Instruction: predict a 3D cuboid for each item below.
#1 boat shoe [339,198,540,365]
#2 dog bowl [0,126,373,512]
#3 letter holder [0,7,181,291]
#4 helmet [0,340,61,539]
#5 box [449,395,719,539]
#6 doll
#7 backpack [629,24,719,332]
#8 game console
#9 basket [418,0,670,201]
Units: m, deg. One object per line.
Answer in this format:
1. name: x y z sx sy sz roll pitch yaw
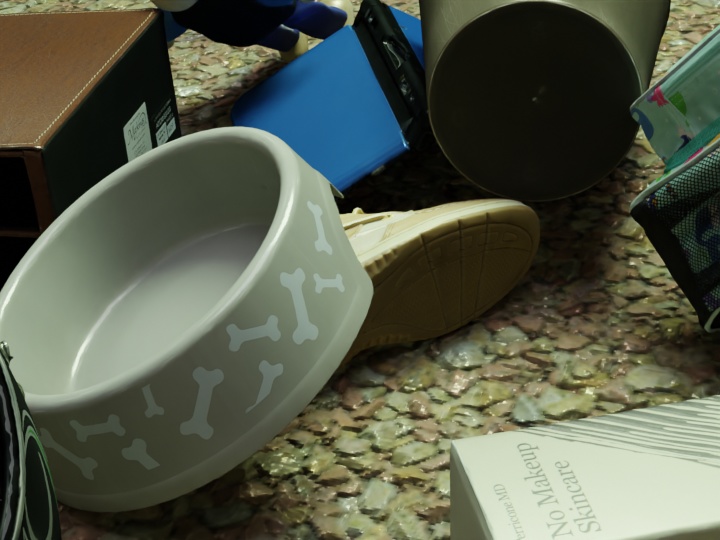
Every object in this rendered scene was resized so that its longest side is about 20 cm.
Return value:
1. boat shoe: 0.000 0.000 0.765 0.198 0.075 0.069 -20 40 -25
2. dog bowl: -0.091 0.013 0.690 0.198 0.059 0.201 -23 36 17
3. letter holder: -0.207 -0.072 0.884 0.140 0.102 0.201 2 31 13
4. helmet: -0.194 0.100 0.506 0.197 0.191 0.202 9 58 -14
5. box: 0.139 0.100 0.589 0.197 0.069 0.082 -9 31 -10
6. doll: -0.083 -0.176 1.002 0.135 0.049 0.199 -11 -6 25
7. backpack: 0.241 -0.073 0.705 0.176 0.152 0.200 -24 -5 -34
8. game console: 0.023 -0.083 0.958 0.169 0.119 0.201 21 24 -22
9. basket: 0.102 -0.135 0.841 0.179 0.136 0.201 35 29 -14
